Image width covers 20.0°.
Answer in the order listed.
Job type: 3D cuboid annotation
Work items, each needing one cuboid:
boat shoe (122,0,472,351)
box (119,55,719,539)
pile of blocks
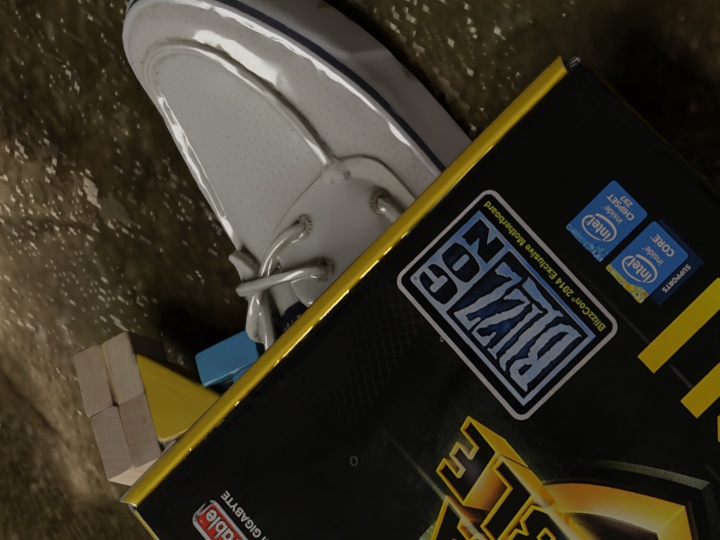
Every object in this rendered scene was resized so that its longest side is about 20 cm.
[{"bbox_3d":[0.000,0.000,0.569,0.200,0.070,0.071,47,141,-4],"label":"boat shoe"},{"bbox_3d":[0.064,0.074,0.487,0.200,0.160,0.049,48,-176,19],"label":"box"},{"bbox_3d":[-0.001,0.068,0.653,0.199,0.083,0.062,31,-177,29],"label":"pile of blocks"}]
